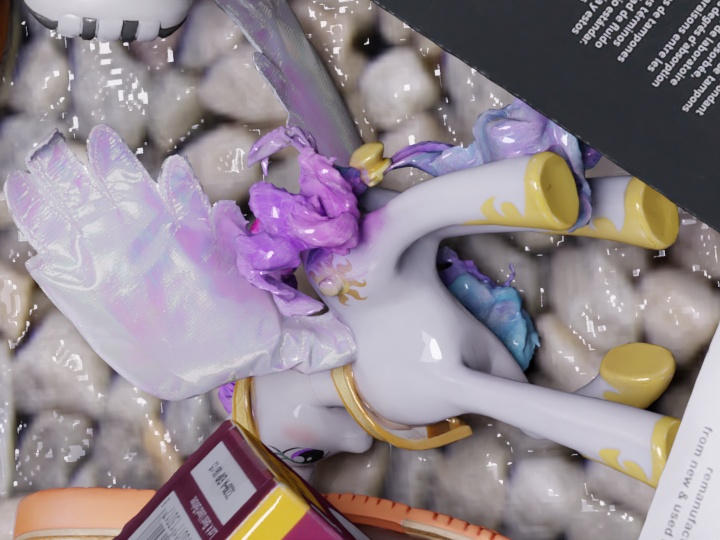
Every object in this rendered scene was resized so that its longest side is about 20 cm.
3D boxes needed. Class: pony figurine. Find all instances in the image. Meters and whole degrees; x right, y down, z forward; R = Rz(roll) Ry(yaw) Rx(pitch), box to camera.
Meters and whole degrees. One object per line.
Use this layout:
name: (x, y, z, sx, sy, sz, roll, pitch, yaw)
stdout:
pony figurine: (0.000, 0.000, 0.893, 0.200, 0.167, 0.193, -8, 119, 38)

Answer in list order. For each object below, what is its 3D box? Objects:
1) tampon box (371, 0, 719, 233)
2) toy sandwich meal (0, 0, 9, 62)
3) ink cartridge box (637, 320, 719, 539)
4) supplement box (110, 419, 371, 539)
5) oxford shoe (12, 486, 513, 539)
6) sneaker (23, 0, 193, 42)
tampon box: (0.073, -0.124, 0.808, 0.200, 0.150, 0.126, 32, 109, -19)
toy sandwich meal: (-0.221, -0.096, 1.004, 0.205, 0.070, 0.205, -8, 61, 15)
ink cartridge box: (0.194, 0.100, 0.815, 0.200, 0.147, 0.146, 23, 101, 20)
supplement box: (0.012, 0.147, 0.836, 0.200, 0.110, 0.086, 43, 89, -13)
oxford shoe: (-0.027, 0.118, 0.935, 0.200, 0.071, 0.073, -1, 64, 22)
sneaker: (-0.079, -0.174, 0.899, 0.200, 0.075, 0.116, -107, 21, -45)
